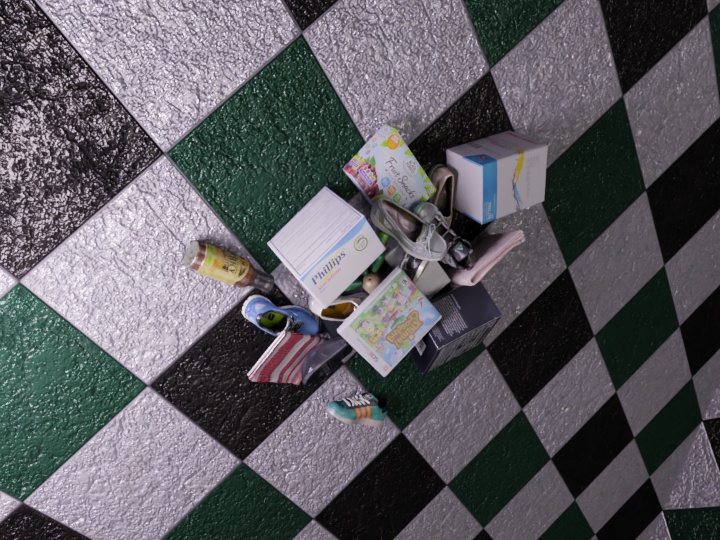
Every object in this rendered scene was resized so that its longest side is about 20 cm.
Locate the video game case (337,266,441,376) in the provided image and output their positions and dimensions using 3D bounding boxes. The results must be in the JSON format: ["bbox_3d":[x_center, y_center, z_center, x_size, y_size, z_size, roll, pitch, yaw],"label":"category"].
[{"bbox_3d":[0.070,0.120,1.419,0.200,0.022,0.182,-45,121,-1],"label":"video game case"}]

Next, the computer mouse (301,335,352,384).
[{"bbox_3d":[-0.067,0.188,1.458,0.198,0.053,0.139,-36,160,-13],"label":"computer mouse"}]

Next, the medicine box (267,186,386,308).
[{"bbox_3d":[-0.074,-0.053,1.305,0.182,0.200,0.103,-43,127,-4],"label":"medicine box"}]

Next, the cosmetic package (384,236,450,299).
[{"bbox_3d":[0.130,-0.018,1.525,0.101,0.074,0.201,-39,126,1],"label":"cosmetic package"}]

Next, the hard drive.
[{"bbox_3d":[-0.012,0.065,1.486,0.198,0.033,0.141,-36,127,-12],"label":"hard drive"}]

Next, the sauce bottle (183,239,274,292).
[{"bbox_3d":[-0.270,-0.003,1.299,0.197,0.065,0.066,22,102,-39],"label":"sauce bottle"}]

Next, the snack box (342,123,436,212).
[{"bbox_3d":[0.070,-0.207,1.410,0.142,0.053,0.200,-46,129,-4],"label":"snack box"}]

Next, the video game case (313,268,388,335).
[{"bbox_3d":[-0.024,0.074,1.516,0.195,0.018,0.147,-10,119,-27],"label":"video game case"}]

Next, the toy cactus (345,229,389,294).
[{"bbox_3d":[0.000,0.000,1.409,0.199,0.102,0.166,-42,106,-14],"label":"toy cactus"}]

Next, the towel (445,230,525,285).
[{"bbox_3d":[0.305,-0.028,1.562,0.190,0.200,0.033,-39,97,-9],"label":"towel"}]

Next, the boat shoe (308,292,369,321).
[{"bbox_3d":[-0.021,0.091,1.428,0.196,0.070,0.073,10,108,-34],"label":"boat shoe"}]

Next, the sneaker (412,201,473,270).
[{"bbox_3d":[0.207,-0.073,1.443,0.078,0.139,0.200,-48,131,-5],"label":"sneaker"}]

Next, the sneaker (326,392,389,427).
[{"bbox_3d":[-0.004,0.358,1.643,0.197,0.071,0.082,20,99,-42],"label":"sneaker"}]

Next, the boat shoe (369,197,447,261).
[{"bbox_3d":[0.112,-0.091,1.371,0.200,0.065,0.075,36,67,-9],"label":"boat shoe"}]

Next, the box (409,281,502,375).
[{"bbox_3d":[0.228,0.145,1.590,0.194,0.125,0.201,-23,158,-18],"label":"box"}]

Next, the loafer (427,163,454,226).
[{"bbox_3d":[0.194,-0.152,1.507,0.070,0.063,0.205,-15,120,-25],"label":"loafer"}]

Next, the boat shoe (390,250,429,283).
[{"bbox_3d":[0.096,0.029,1.466,0.072,0.067,0.203,-49,168,-56],"label":"boat shoe"}]

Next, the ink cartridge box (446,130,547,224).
[{"bbox_3d":[0.328,-0.230,1.498,0.196,0.147,0.150,-19,122,-21],"label":"ink cartridge box"}]

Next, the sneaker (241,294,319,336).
[{"bbox_3d":[-0.172,0.123,1.404,0.197,0.089,0.080,19,104,-39],"label":"sneaker"}]

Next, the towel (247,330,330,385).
[{"bbox_3d":[-0.159,0.205,1.438,0.145,0.023,0.199,-51,151,10],"label":"towel"}]
